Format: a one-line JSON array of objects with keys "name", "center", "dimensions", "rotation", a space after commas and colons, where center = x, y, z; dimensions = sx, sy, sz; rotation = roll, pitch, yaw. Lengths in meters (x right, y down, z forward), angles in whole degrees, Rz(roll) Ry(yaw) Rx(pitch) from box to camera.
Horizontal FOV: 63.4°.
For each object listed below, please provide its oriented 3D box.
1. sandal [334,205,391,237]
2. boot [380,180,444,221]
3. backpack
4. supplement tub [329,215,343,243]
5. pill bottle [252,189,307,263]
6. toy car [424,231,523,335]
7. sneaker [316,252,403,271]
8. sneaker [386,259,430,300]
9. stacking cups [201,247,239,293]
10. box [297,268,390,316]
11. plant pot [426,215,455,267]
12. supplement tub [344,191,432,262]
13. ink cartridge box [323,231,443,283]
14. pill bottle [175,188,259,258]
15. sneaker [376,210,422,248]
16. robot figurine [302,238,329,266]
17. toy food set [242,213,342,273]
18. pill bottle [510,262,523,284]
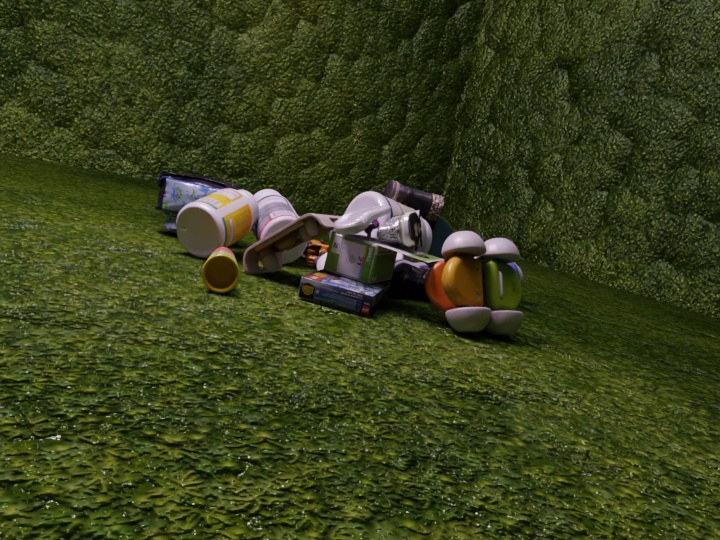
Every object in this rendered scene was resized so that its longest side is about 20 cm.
[{"name": "sandal", "center": [0.002, -0.086, 1.111], "dimensions": [0.080, 0.051, 0.202], "rotation": [-2, 14, 24]}, {"name": "boot", "center": [0.125, -0.171, 1.522], "dimensions": [0.146, 0.075, 0.200], "rotation": [13, -13, -8]}, {"name": "backpack", "center": [-0.376, -0.151, 1.422], "dimensions": [0.194, 0.151, 0.183], "rotation": [10, 7, 7]}, {"name": "supplement tub", "center": [0.014, -0.086, 1.597], "dimensions": [0.120, 0.126, 0.198], "rotation": [5, 2, -39]}, {"name": "pill bottle", "center": [-0.202, -0.111, 1.384], "dimensions": [0.111, 0.116, 0.201], "rotation": [8, 24, -26]}, {"name": "toy car", "center": [0.208, 0.032, 1.094], "dimensions": [0.195, 0.180, 0.149], "rotation": [7, -15, -31]}, {"name": "sneaker", "center": [0.000, 0.000, 1.315], "dimensions": [0.194, 0.077, 0.089], "rotation": [-4, -29, -1]}, {"name": "sneaker", "center": [0.122, 0.026, 1.277], "dimensions": [0.087, 0.077, 0.198], "rotation": [33, 24, 30]}, {"name": "stacking cups", "center": [-0.244, -0.007, 1.009], "dimensions": [0.059, 0.062, 0.200], "rotation": [10, 5, -16]}, {"name": "box", "center": [-0.024, 0.035, 1.096], "dimensions": [0.133, 0.041, 0.200], "rotation": [15, 8, 10]}, {"name": "plant pot", "center": [0.200, -0.054, 1.630], "dimensions": [0.198, 0.144, 0.140], "rotation": [31, -8, -40]}, {"name": "supplement tub", "center": [0.068, -0.094, 1.403], "dimensions": [0.197, 0.149, 0.143], "rotation": [16, 3, -45]}, {"name": "ink cartridge box", "center": [0.047, -0.014, 1.133], "dimensions": [0.195, 0.078, 0.147], "rotation": [18, 8, 19]}, {"name": "pill bottle", "center": [-0.296, -0.110, 1.245], "dimensions": [0.110, 0.116, 0.200], "rotation": [14, 23, 12]}, {"name": "sneaker", "center": [0.077, -0.083, 1.164], "dimensions": [0.086, 0.079, 0.200], "rotation": [-2, -1, 11]}, {"name": "robot figurine", "center": [-0.089, -0.042, 1.449], "dimensions": [0.141, 0.060, 0.200], "rotation": [12, 8, -1]}, {"name": "toy food set", "center": [-0.121, -0.049, 1.151], "dimensions": [0.197, 0.062, 0.143], "rotation": [-26, -7, 22]}, {"name": "pill bottle", "center": [0.352, 0.021, 1.521], "dimensions": [0.110, 0.115, 0.198], "rotation": [18, 9, 36]}]
